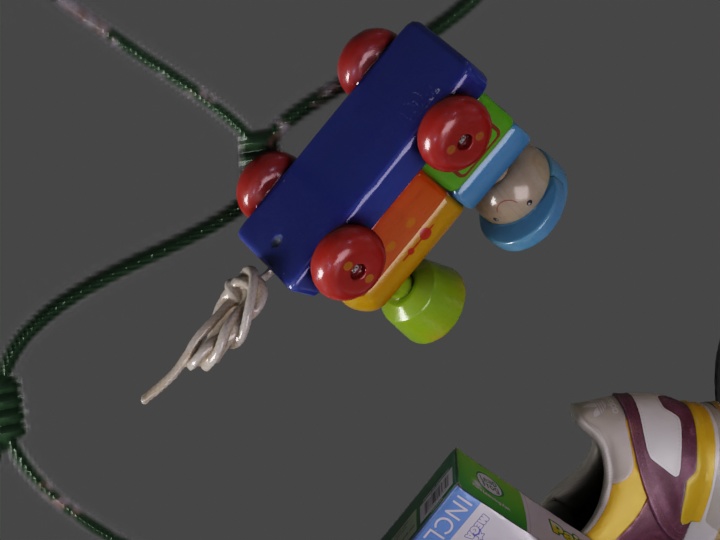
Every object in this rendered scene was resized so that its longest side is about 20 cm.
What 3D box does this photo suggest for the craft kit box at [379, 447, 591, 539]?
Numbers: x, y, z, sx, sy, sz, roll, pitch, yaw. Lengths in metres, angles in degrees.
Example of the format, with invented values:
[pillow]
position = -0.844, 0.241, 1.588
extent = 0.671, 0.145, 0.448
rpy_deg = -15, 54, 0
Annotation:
[craft kit box]
position = 0.064, 0.216, 1.058
extent = 0.197, 0.049, 0.200
rpy_deg = 36, 107, -11

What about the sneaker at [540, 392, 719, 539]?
[sneaker]
position = 0.122, 0.154, 1.095
extent = 0.090, 0.075, 0.201
rpy_deg = 6, 105, -13

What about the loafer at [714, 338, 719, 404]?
[loafer]
position = 0.226, 0.099, 1.107
extent = 0.068, 0.070, 0.201
rpy_deg = -22, 118, -13

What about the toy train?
[toy train]
position = 0.000, 0.000, 0.973
extent = 0.200, 0.085, 0.116
rpy_deg = -51, 134, 4
